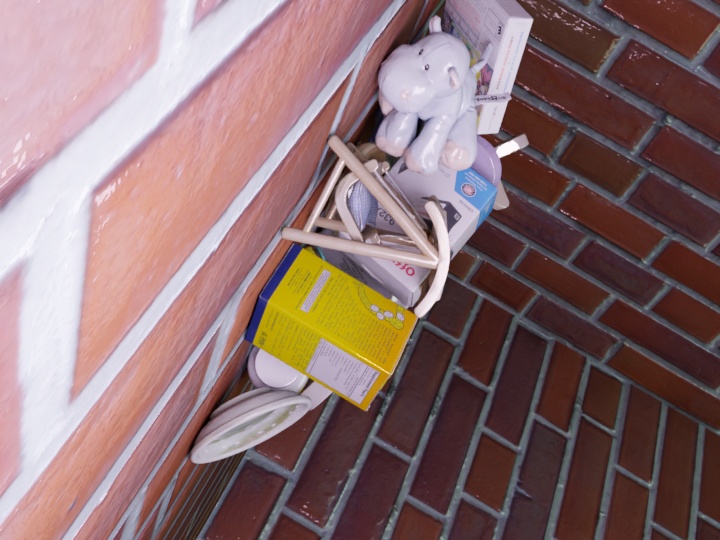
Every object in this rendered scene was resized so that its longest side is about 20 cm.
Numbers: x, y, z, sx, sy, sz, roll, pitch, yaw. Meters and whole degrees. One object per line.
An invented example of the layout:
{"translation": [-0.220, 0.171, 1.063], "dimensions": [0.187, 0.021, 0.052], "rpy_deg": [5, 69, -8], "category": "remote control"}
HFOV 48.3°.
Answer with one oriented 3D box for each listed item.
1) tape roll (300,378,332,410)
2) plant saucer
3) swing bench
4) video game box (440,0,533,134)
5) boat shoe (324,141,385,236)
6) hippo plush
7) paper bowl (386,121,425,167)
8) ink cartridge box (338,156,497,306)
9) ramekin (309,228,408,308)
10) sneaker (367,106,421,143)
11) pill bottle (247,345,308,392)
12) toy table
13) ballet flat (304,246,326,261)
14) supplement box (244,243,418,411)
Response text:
{"translation": [-0.035, 0.165, 1.443], "dimensions": [0.203, 0.037, 0.203], "rpy_deg": [-46, 180, 0], "category": "tape roll"}
{"translation": [-0.170, 0.222, 1.207], "dimensions": [0.197, 0.051, 0.201], "rpy_deg": [-25, 162, -9], "category": "plant saucer"}
{"translation": [0.030, -0.058, 0.993], "dimensions": [0.131, 0.198, 0.199], "rpy_deg": [-61, 179, 9], "category": "swing bench"}
{"translation": [0.176, -0.338, 1.209], "dimensions": [0.202, 0.046, 0.184], "rpy_deg": [-113, -152, -43], "category": "video game box"}
{"translation": [-0.017, -0.121, 1.189], "dimensions": [0.073, 0.063, 0.201], "rpy_deg": [-29, 157, -33], "category": "boat shoe"}
{"translation": [0.104, -0.221, 1.036], "dimensions": [0.196, 0.162, 0.161], "rpy_deg": [-19, 168, 5], "category": "hippo plush"}
{"translation": [0.112, -0.267, 1.408], "dimensions": [0.201, 0.103, 0.204], "rpy_deg": [20, 90, -87], "category": "paper bowl"}
{"translation": [0.082, -0.074, 1.172], "dimensions": [0.201, 0.144, 0.084], "rpy_deg": [-49, 168, -13], "category": "ink cartridge box"}
{"translation": [0.000, 0.000, 1.337], "dimensions": [0.202, 0.198, 0.105], "rpy_deg": [-61, 170, 21], "category": "ramekin"}
{"translation": [0.063, -0.264, 1.257], "dimensions": [0.076, 0.076, 0.202], "rpy_deg": [-24, -149, 46], "category": "sneaker"}
{"translation": [-0.133, 0.159, 1.323], "dimensions": [0.106, 0.103, 0.200], "rpy_deg": [-61, 179, -10], "category": "pill bottle"}
{"translation": [0.171, -0.168, 1.288], "dimensions": [0.116, 0.187, 0.198], "rpy_deg": [-30, -158, -37], "category": "toy table"}
{"translation": [-0.055, 0.042, 1.227], "dimensions": [0.066, 0.067, 0.201], "rpy_deg": [-33, 135, -3], "category": "ballet flat"}
{"translation": [-0.040, 0.077, 1.086], "dimensions": [0.110, 0.198, 0.109], "rpy_deg": [-59, 179, -40], "category": "supplement box"}
